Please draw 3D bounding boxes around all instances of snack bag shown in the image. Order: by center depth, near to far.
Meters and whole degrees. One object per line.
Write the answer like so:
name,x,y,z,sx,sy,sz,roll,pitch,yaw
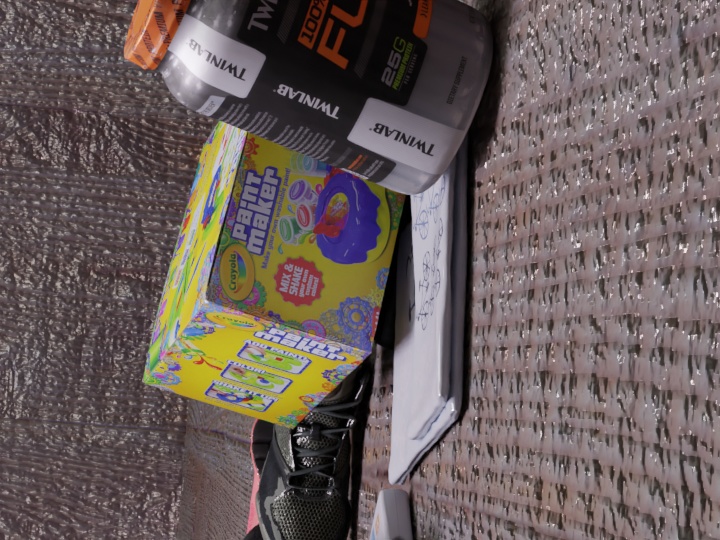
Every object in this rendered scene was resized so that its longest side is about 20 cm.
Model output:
snack bag,0.040,0.024,1.407,0.200,0.021,0.189,117,156,-69

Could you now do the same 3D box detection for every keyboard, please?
keyboard,0.000,0.000,1.634,0.200,0.039,0.104,-105,22,-70

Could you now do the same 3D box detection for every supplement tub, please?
supplement tub,-0.032,-0.133,1.310,0.123,0.199,0.123,-159,90,-76

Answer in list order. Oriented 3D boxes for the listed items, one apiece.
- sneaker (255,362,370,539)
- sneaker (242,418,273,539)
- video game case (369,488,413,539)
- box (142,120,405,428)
sneaker,-0.037,0.131,1.680,0.114,0.076,0.200,98,179,-66
sneaker,-0.062,0.219,1.892,0.087,0.073,0.201,76,-160,-73
video game case,0.011,0.277,1.441,0.182,0.022,0.201,-95,13,-52
box,-0.056,-0.021,1.550,0.193,0.122,0.201,132,153,-64
